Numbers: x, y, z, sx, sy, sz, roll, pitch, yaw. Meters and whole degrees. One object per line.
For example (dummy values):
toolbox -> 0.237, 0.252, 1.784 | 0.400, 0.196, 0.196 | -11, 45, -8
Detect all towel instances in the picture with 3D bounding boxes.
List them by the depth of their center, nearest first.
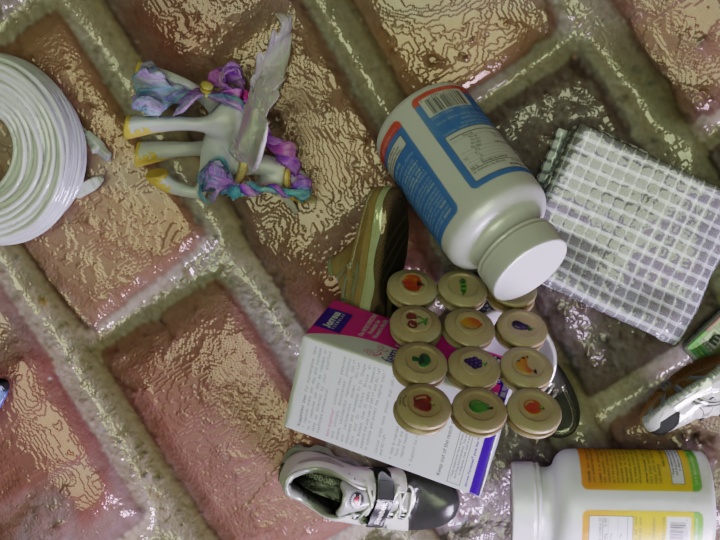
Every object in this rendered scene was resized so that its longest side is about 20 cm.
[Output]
towel -> 0.260, -0.038, 1.118 | 0.197, 0.086, 0.168 | 24, 99, 2

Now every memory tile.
memory tile -> 0.101, 0.070, 1.029 | 0.150, 0.202, 0.017 | 4, 132, -6

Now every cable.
cable -> -0.388, -0.125, 1.174 | 0.199, 0.069, 0.201 | -38, 93, 9

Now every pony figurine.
pony figurine -> -0.132, -0.146, 1.122 | 0.196, 0.168, 0.195 | 10, 131, 0

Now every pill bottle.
pill bottle -> 0.107, -0.073, 1.073 | 0.112, 0.112, 0.201 | -37, 62, 10
pill bottle -> 0.252, 0.239, 1.146 | 0.196, 0.111, 0.113 | 0, 98, 5

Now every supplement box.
supplement box -> 0.040, 0.118, 1.073 | 0.197, 0.101, 0.105 | 17, 113, 10

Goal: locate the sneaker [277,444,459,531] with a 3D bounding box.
sneaker -> 0.007, 0.241, 1.183 | 0.196, 0.089, 0.075 | 10, 98, 2

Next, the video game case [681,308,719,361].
video game case -> 0.462, 0.087, 1.149 | 0.200, 0.022, 0.182 | 45, 99, -2

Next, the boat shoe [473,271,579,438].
boat shoe -> 0.163, 0.093, 1.160 | 0.066, 0.057, 0.202 | -31, 94, 9

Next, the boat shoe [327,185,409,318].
boat shoe -> 0.000, 0.000, 1.129 | 0.075, 0.072, 0.203 | 21, 127, 21

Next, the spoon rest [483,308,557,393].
spoon rest -> 0.110, 0.111, 1.132 | 0.199, 0.061, 0.100 | -37, 95, 33

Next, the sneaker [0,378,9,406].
sneaker -> -0.464, 0.087, 1.217 | 0.199, 0.079, 0.089 | 40, 93, -10

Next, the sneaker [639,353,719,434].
sneaker -> 0.376, 0.120, 1.113 | 0.198, 0.076, 0.088 | -33, 95, 10
